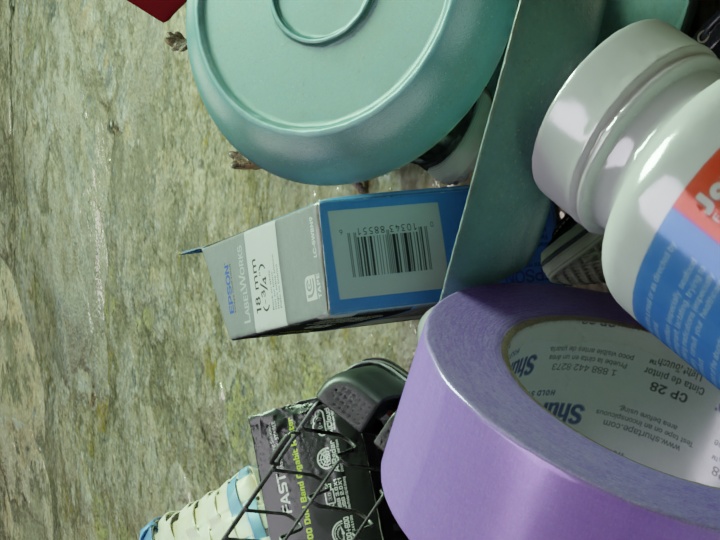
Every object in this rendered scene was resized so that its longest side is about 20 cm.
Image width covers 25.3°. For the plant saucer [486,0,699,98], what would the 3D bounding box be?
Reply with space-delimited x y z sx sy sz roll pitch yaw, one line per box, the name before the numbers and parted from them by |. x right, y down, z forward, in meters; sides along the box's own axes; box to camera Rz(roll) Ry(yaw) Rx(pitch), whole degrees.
plant saucer | 0.115 -0.160 0.781 0.201 0.039 0.202 12 103 61

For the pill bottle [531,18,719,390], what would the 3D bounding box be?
pill bottle | 0.159 -0.004 0.579 0.200 0.112 0.112 41 132 29

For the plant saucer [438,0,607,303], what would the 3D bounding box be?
plant saucer | 0.076 -0.077 0.702 0.200 0.036 0.201 15 -90 -87

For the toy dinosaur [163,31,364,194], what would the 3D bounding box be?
toy dinosaur | -0.044 -0.149 1.050 0.136 0.086 0.200 -47 59 40

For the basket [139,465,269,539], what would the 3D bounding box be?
basket | -0.088 0.243 1.089 0.200 0.139 0.177 -38 54 22

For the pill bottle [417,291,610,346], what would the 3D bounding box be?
pill bottle | 0.088 0.112 0.785 0.112 0.112 0.201 -3 91 63

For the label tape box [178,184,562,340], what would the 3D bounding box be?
label tape box | 0.000 0.000 0.909 0.200 0.144 0.064 -16 81 63

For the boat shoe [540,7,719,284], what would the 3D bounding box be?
boat shoe | 0.145 -0.058 0.702 0.200 0.074 0.062 -50 48 45

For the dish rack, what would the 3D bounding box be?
dish rack | -0.003 0.156 0.723 0.153 0.055 0.200 37 98 22

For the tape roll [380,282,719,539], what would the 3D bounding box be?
tape roll | 0.111 0.077 0.626 0.200 0.200 0.066 45 125 52

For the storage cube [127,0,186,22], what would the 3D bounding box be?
storage cube | -0.137 -0.299 1.038 0.200 0.180 0.171 -26 36 61

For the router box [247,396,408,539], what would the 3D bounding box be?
router box | 0.016 0.152 0.856 0.062 0.200 0.150 -15 74 16

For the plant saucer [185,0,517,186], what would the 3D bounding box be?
plant saucer | -0.014 -0.144 0.821 0.200 0.027 0.201 -5 81 30

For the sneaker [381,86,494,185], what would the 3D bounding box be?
sneaker | 0.000 -0.103 0.910 0.070 0.099 0.200 -65 21 -4
